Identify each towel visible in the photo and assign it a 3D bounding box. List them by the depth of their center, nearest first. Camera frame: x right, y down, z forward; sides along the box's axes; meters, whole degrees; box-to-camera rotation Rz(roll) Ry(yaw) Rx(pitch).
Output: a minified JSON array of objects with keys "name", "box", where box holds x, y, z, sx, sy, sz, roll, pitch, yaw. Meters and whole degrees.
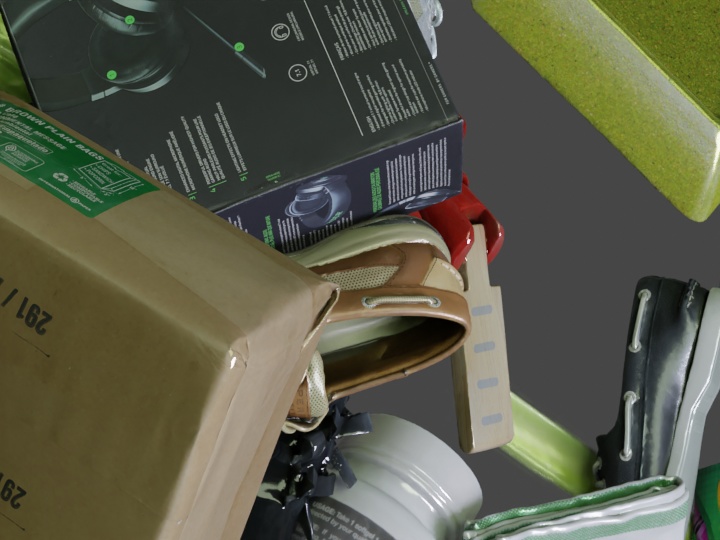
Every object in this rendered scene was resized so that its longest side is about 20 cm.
[{"name":"towel","box":[0.116,0.218,1.234,0.148,0.031,0.202,-9,106,-31]}]

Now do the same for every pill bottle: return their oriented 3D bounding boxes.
[{"name":"pill bottle","box":[-0.022,0.173,1.186,0.111,0.111,0.200,42,62,-10]}]

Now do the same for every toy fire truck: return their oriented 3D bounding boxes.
[{"name":"toy fire truck","box":[0.000,0.000,1.225,0.175,0.129,0.200,-23,57,-30]}]

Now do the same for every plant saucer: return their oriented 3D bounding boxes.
[{"name":"plant saucer","box":[0.198,-0.166,1.419,0.200,0.048,0.200,44,61,-2]}]

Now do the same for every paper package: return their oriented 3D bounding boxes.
[{"name":"paper package","box":[-0.136,0.049,1.018,0.199,0.192,0.103,30,24,17]}]

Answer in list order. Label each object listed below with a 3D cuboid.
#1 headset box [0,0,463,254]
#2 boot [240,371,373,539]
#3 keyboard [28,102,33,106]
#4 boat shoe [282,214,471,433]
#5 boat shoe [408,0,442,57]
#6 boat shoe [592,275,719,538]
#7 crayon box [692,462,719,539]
[{"name":"headset box","box":[-0.072,-0.091,1.133,0.198,0.093,0.175,-22,69,-7]},{"name":"boot","box":[-0.103,0.101,1.151,0.196,0.074,0.163,6,53,14]},{"name":"keyboard","box":[-0.178,0.015,1.195,0.103,0.040,0.202,-2,89,-17]},{"name":"boat shoe","box":[-0.039,0.037,1.105,0.199,0.076,0.074,-23,47,-10]},{"name":"boat shoe","box":[0.007,-0.177,1.273,0.065,0.074,0.203,-48,139,-26]},{"name":"boat shoe","box":[0.165,0.102,1.330,0.060,0.076,0.202,12,76,18]},{"name":"crayon box","box":[0.291,0.188,1.367,0.198,0.058,0.120,14,70,-22]}]
